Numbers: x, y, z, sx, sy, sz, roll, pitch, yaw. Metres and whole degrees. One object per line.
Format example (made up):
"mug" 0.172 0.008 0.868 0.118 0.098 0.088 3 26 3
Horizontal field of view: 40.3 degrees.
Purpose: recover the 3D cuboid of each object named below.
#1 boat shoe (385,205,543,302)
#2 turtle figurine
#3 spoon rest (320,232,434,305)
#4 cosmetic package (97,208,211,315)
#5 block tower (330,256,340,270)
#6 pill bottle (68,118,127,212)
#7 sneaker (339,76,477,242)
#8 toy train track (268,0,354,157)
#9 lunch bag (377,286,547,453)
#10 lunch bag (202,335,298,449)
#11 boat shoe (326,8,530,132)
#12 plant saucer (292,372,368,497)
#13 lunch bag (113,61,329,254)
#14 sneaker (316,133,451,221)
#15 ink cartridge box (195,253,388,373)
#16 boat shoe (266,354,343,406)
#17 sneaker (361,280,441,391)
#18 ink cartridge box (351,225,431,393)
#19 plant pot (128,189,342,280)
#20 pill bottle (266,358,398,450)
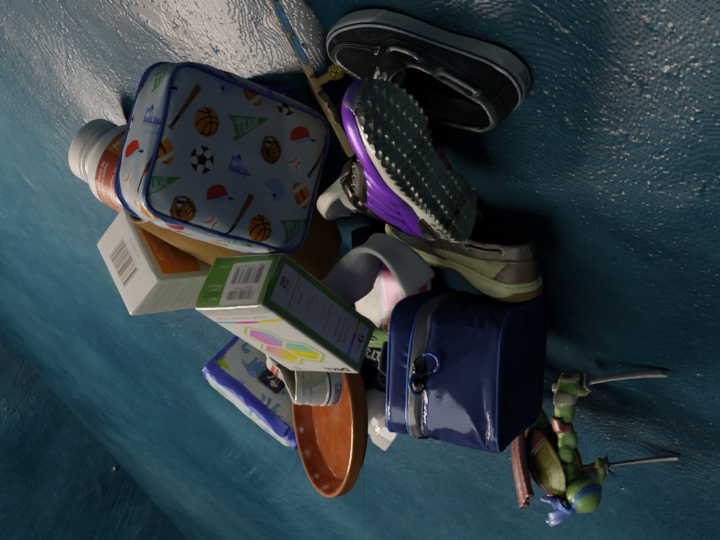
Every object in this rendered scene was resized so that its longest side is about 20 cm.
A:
"boat shoe" 0.100 -0.034 0.946 0.199 0.073 0.066 28 126 43
"turtle figurine" 0.228 0.163 1.064 0.144 0.201 0.194 34 -174 -44
"spoon rest" 0.000 0.000 1.000 0.061 0.099 0.199 60 153 -9
"cosmetic package" -0.193 -0.016 1.147 0.071 0.199 0.102 -44 67 33
"block tower" -0.112 -0.019 1.259 0.199 0.058 0.054 18 146 36
"pill bottle" -0.274 -0.119 1.255 0.199 0.112 0.113 28 151 24
"sneaker" 0.017 -0.084 0.822 0.099 0.070 0.200 7 155 34
"toy train track" -0.043 -0.200 0.905 0.201 0.032 0.115 61 179 -24
"lunch bag" 0.094 0.092 0.952 0.131 0.200 0.138 5 96 25
"lunch bag" -0.123 0.165 1.403 0.169 0.128 0.200 37 -164 7
"boat shoe" 0.041 -0.160 0.818 0.199 0.068 0.072 24 150 30
"plant saucer" -0.035 0.168 1.179 0.200 0.032 0.203 177 90 -67
"lunch bag" -0.122 -0.106 0.919 0.199 0.162 0.075 16 174 -41
"sneaker" 0.023 -0.077 0.963 0.085 0.075 0.200 46 153 -2
"ink cartridge box" -0.057 0.058 0.995 0.103 0.060 0.200 -3 149 43
"boat shoe" -0.081 0.085 1.157 0.200 0.065 0.074 -128 42 -53
"sneaker" 0.050 0.069 1.173 0.072 0.082 0.200 56 133 15
"ink cartridge box" 0.037 0.056 1.096 0.094 0.037 0.202 13 115 43
"plant pot" -0.118 -0.067 1.078 0.200 0.187 0.186 42 156 -27
"pill bottle" -0.018 0.142 1.311 0.199 0.116 0.116 37 154 6
